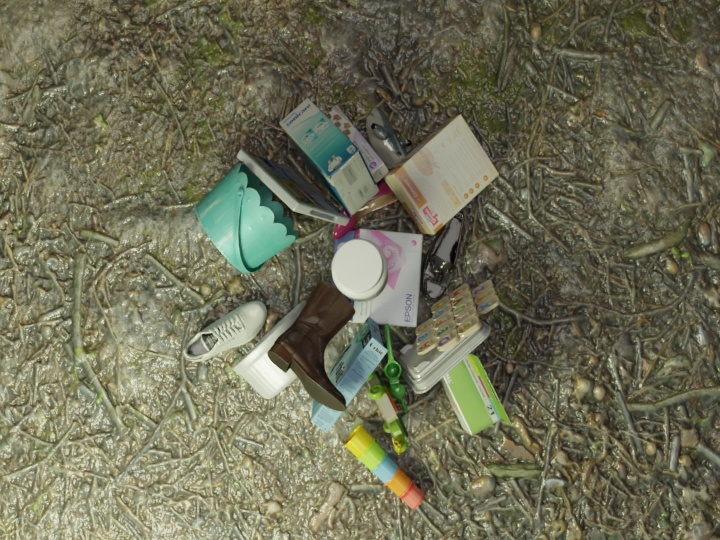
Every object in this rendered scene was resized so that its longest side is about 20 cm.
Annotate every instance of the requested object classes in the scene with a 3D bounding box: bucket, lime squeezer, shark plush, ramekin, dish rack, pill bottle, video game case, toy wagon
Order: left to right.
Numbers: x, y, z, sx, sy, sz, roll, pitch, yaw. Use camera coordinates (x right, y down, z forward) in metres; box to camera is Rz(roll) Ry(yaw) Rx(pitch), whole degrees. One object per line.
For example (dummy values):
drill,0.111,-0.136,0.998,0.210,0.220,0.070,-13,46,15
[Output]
bucket,-0.234,-0.104,1.326,0.134,0.207,0.209,-37,86,5
ramekin,-0.156,0.165,1.304,0.200,0.200,0.098,-42,93,-3
video game case,-0.135,-0.167,1.306,0.200,0.180,0.022,43,107,29
pill bottle,0.000,0.000,1.273,0.109,0.200,0.118,0,85,2
toy wagon,0.057,0.289,1.286,0.039,0.200,0.158,-26,116,-6
lime squeezer,0.075,0.215,1.320,0.037,0.071,0.206,-6,108,26
shark plush,0.086,-0.272,1.405,0.198,0.092,0.084,37,56,8
dish rack,0.160,0.150,1.312,0.199,0.172,0.044,-40,104,-3

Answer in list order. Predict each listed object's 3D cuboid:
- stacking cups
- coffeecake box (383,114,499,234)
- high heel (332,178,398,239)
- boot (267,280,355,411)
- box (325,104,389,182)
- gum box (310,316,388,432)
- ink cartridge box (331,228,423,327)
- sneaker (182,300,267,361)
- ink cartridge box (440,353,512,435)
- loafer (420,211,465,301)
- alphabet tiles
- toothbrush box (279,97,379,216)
stacking cups,0.053,0.415,1.354,0.200,0.061,0.061,44,86,-1
coffeecake box,0.171,-0.202,1.364,0.199,0.073,0.155,-41,103,-10
high heel,0.024,-0.131,1.384,0.095,0.068,0.202,32,68,13
boot,-0.053,0.135,1.212,0.185,0.064,0.201,40,55,-1
box,-0.010,-0.273,1.377,0.038,0.041,0.202,-38,61,6
gum box,-0.024,0.204,1.292,0.044,0.170,0.202,36,97,-7
ink cartridge box,0.033,0.015,1.391,0.193,0.043,0.204,4,86,-1
sneaker,-0.285,0.132,1.363,0.197,0.081,0.077,-34,84,-4
ink cartridge box,0.220,0.247,1.289,0.074,0.200,0.151,-26,85,-2
loafer,0.178,-0.034,1.382,0.070,0.063,0.206,18,85,0
alphabet tiles,0.191,0.091,1.300,0.193,0.201,0.015,-35,106,14
toothbrush box,-0.064,-0.233,1.324,0.085,0.147,0.200,-40,57,-4
